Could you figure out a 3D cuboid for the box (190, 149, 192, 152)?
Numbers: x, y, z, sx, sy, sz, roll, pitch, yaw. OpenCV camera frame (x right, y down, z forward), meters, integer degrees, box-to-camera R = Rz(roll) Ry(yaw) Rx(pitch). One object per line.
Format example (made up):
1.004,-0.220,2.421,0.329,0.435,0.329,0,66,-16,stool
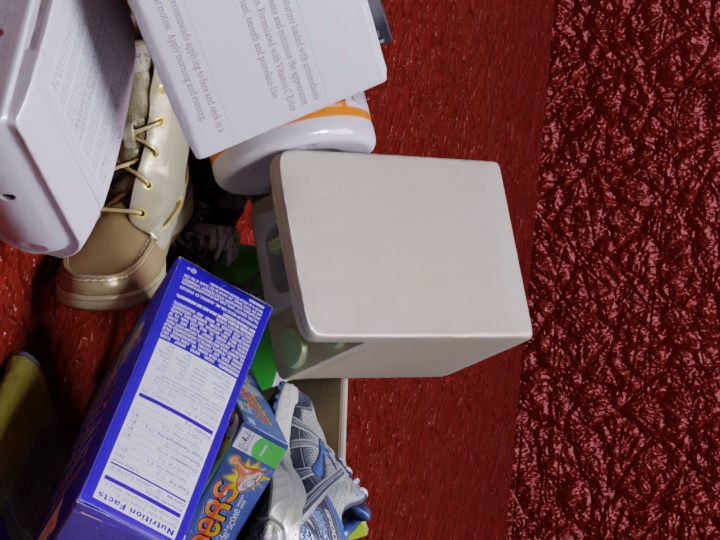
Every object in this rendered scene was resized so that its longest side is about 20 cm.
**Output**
-0.102,-0.205,1.867,0.160,0.043,0.201,68,32,-68,box

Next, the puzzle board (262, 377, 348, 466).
-0.072,0.170,1.743,0.017,0.150,0.201,42,38,-40,puzzle board

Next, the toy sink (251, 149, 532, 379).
0.000,0.000,1.723,0.199,0.112,0.131,0,72,-40,toy sink

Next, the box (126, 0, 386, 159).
-0.090,-0.214,1.471,0.199,0.130,0.200,72,-5,-53,box

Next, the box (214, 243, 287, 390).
-0.092,0.109,1.993,0.177,0.096,0.201,79,22,-58,box

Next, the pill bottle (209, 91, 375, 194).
-0.067,-0.163,1.718,0.114,0.114,0.201,47,27,-75,pill bottle

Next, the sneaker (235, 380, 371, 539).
-0.039,0.149,1.670,0.077,0.085,0.200,-57,-165,24,sneaker

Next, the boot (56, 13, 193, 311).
-0.152,-0.075,1.645,0.200,0.072,0.156,-64,159,-60,boot

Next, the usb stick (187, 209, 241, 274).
-0.117,-0.032,1.942,0.200,0.032,0.056,-69,169,-47,usb stick

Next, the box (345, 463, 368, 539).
-0.101,0.185,1.859,0.122,0.199,0.048,74,-4,-57,box

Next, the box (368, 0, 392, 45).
-0.031,-0.273,1.868,0.158,0.048,0.201,55,18,-79,box

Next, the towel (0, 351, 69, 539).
-0.226,0.164,1.579,0.144,0.023,0.201,84,18,-51,towel

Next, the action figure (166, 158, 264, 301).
-0.114,0.001,1.805,0.119,0.102,0.201,42,58,-54,action figure

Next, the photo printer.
-0.186,-0.111,1.466,0.200,0.069,0.167,72,27,-66,photo printer

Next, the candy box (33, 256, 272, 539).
-0.141,0.121,1.576,0.169,0.077,0.200,-54,-168,49,candy box

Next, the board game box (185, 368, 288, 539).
-0.105,0.140,1.673,0.136,0.034,0.200,-60,-167,5,board game box

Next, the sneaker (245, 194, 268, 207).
-0.032,-0.018,1.824,0.088,0.073,0.201,-123,-162,-49,sneaker
